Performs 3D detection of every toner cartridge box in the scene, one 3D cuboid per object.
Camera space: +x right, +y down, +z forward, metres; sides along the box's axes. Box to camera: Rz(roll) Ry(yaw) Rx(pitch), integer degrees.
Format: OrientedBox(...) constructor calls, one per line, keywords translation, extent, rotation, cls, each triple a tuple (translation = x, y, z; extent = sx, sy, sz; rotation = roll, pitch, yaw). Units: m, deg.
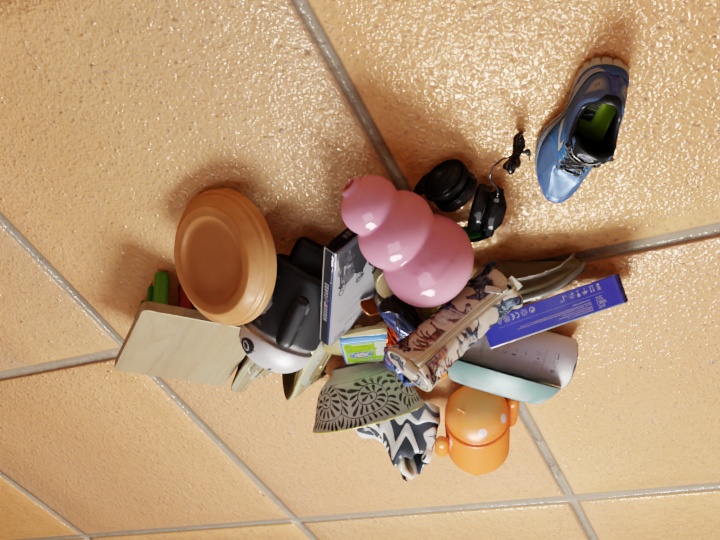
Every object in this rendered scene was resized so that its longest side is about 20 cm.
OrientedBox(translation=(0.280, 0.058, 1.200), extent=(0.198, 0.044, 0.095), rotation=(-21, 172, 19), cls="toner cartridge box")

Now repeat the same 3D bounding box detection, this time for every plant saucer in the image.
OrientedBox(translation=(0.216, 0.175, 1.325), extent=(0.197, 0.036, 0.200), rotation=(16, 178, 1), cls="plant saucer")
OrientedBox(translation=(-0.205, -0.017, 1.211), extent=(0.198, 0.037, 0.203), rotation=(8, 103, 35), cls="plant saucer")

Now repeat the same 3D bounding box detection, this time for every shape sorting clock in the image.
OrientedBox(translation=(0.038, 0.109, 1.332), extent=(0.197, 0.040, 0.200), rotation=(-5, 159, -2), cls="shape sorting clock")

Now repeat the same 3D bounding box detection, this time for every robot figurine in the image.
OrientedBox(translation=(0.203, 0.279, 1.466), extent=(0.142, 0.118, 0.201), rotation=(3, 137, 12), cls="robot figurine")
OrientedBox(translation=(-0.103, 0.053, 1.253), extent=(0.124, 0.202, 0.150), rotation=(29, -174, 26), cls="robot figurine")

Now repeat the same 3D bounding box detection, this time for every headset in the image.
OrientedBox(translation=(0.149, -0.108, 1.111), extent=(0.123, 0.095, 0.200), rotation=(29, 151, -15), cls="headset")

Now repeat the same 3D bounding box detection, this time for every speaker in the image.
OrientedBox(translation=(0.234, 0.120, 1.314), extent=(0.197, 0.082, 0.082), rotation=(15, 138, -3), cls="speaker")

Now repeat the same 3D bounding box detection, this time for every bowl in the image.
OrientedBox(translation=(0.004, 0.204, 1.428), extent=(0.198, 0.095, 0.201), rotation=(-13, 178, -1), cls="bowl")

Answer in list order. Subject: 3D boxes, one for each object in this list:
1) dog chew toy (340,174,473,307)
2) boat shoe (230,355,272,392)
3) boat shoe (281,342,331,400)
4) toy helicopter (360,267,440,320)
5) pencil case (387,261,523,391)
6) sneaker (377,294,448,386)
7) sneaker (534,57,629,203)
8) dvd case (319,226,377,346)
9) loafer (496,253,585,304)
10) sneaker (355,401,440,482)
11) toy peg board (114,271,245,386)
OrientedBox(translation=(0.054, -0.044, 1.080), extent=(0.200, 0.125, 0.124), rotation=(42, 131, -22), cls="dog chew toy")
OrientedBox(translation=(-0.172, 0.157, 1.464), extent=(0.064, 0.073, 0.201), rotation=(24, 131, -11), cls="boat shoe")
OrientedBox(translation=(-0.090, 0.167, 1.451), extent=(0.066, 0.075, 0.201), rotation=(-3, 150, -22), cls="boat shoe")
OrientedBox(translation=(0.080, 0.039, 1.258), extent=(0.131, 0.079, 0.200), rotation=(-30, 142, 11), cls="toy helicopter")
OrientedBox(translation=(0.127, 0.076, 1.114), extent=(0.078, 0.199, 0.090), rotation=(46, 163, 13), cls="pencil case")
OrientedBox(translation=(0.065, 0.112, 1.208), extent=(0.078, 0.076, 0.201), rotation=(-29, 134, 2), cls="sneaker")
OrientedBox(translation=(0.260, -0.152, 1.004), extent=(0.078, 0.090, 0.201), rotation=(14, 139, 0), cls="sneaker")
OrientedBox(translation=(0.000, 0.000, 1.197), extent=(0.025, 0.150, 0.201), rotation=(33, 144, 22), cls="dvd case")
OrientedBox(translation=(0.224, 0.015, 1.203), extent=(0.198, 0.075, 0.070), rotation=(-23, 85, 14), cls="loafer")
OrientedBox(translation=(0.061, 0.319, 1.517), extent=(0.198, 0.131, 0.079), rotation=(-17, 147, 37), cls="sneaker")
OrientedBox(translation=(-0.295, 0.096, 1.426), extent=(0.197, 0.099, 0.200), rotation=(12, 141, -24), cls="toy peg board")
